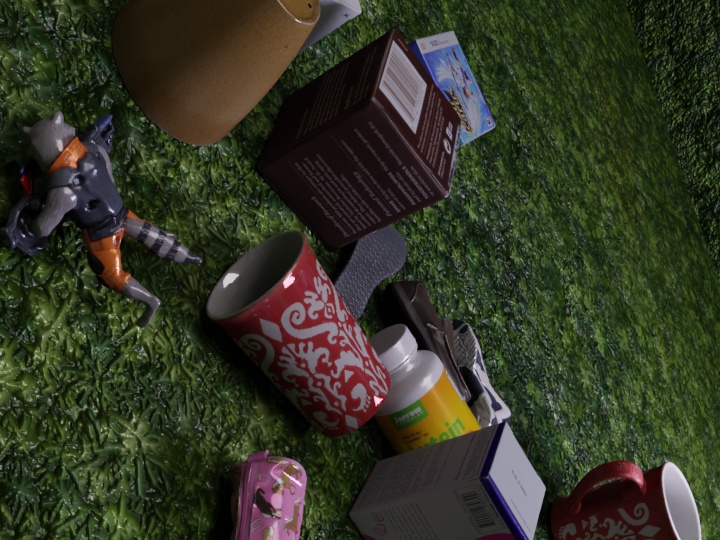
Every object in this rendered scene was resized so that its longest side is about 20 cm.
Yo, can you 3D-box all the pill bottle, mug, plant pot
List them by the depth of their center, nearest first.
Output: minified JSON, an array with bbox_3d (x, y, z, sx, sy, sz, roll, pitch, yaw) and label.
[{"bbox_3d":[-0.054,0.063,0.991,0.201,0.131,0.179,54,37,-24],"label":"mug"},{"bbox_3d":[-0.146,-0.272,0.995,0.185,0.197,0.190,34,44,-40],"label":"plant pot"},{"bbox_3d":[0.074,0.175,1.119,0.202,0.110,0.111,58,34,-13],"label":"pill bottle"},{"bbox_3d":[0.401,0.371,1.376,0.133,0.198,0.181,-27,92,-56],"label":"mug"}]

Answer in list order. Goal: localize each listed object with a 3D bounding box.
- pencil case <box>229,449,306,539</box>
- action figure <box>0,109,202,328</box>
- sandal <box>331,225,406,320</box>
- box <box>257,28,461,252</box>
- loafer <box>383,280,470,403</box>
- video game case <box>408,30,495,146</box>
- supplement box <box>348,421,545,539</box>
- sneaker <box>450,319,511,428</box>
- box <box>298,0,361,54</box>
[{"bbox_3d":[-0.096,0.281,0.840,0.081,0.087,0.204,13,54,-14],"label":"pencil case"},{"bbox_3d":[-0.238,-0.075,0.835,0.195,0.103,0.203,53,36,-36],"label":"action figure"},{"bbox_3d":[-0.001,0.000,1.191,0.077,0.043,0.200,51,45,-10],"label":"sandal"},{"bbox_3d":[0.003,-0.166,1.143,0.164,0.197,0.168,46,38,-28],"label":"box"},{"bbox_3d":[0.105,0.097,1.208,0.070,0.073,0.203,-22,80,-22],"label":"loafer"},{"bbox_3d":[0.164,-0.332,1.618,0.181,0.045,0.203,-34,99,-56],"label":"video game case"},{"bbox_3d":[0.100,0.268,1.019,0.102,0.197,0.104,57,33,-13],"label":"supplement box"},{"bbox_3d":[0.165,0.181,1.287,0.130,0.078,0.202,57,10,-48],"label":"sneaker"},{"bbox_3d":[-0.106,-0.410,1.178,0.105,0.150,0.205,5,66,-54],"label":"box"}]
